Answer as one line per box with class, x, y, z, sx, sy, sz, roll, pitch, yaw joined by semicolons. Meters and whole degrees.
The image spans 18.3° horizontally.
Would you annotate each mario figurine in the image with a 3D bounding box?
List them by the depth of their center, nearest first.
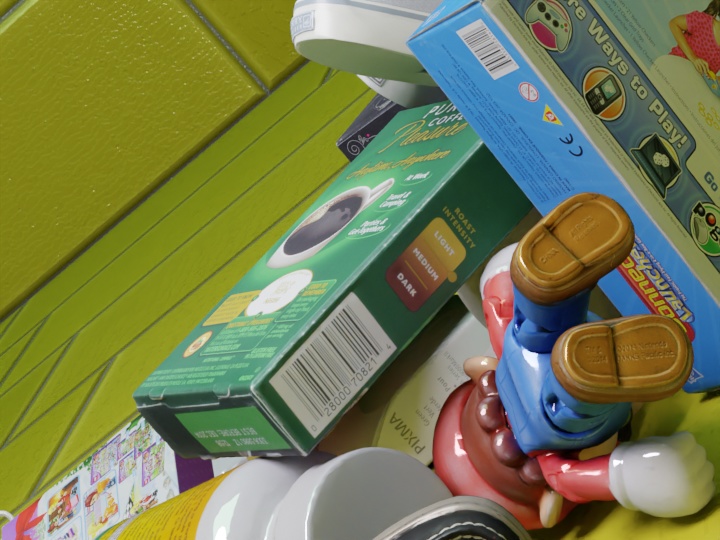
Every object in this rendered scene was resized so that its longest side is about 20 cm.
mario figurine;0.093;0.039;0.900;0.200;0.106;0.124;105;180;-67

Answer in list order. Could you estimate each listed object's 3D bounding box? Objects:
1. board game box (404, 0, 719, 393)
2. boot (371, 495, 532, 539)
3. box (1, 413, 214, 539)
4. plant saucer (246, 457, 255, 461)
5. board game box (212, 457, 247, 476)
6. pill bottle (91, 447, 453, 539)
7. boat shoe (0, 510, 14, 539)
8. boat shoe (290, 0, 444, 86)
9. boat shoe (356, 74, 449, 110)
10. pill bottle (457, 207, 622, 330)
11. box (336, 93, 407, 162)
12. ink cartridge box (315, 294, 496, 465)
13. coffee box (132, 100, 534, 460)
board game box;0.146;-0.086;0.958;0.196;0.200;0.056;-48;15;-33
boot;-0.010;0.181;0.804;0.200;0.073;0.151;-44;9;12
box;-0.136;0.173;1.226;0.137;0.039;0.200;-39;30;15
plant saucer;-0.010;0.007;1.225;0.201;0.048;0.200;-62;5;-19
board game box;-0.061;0.097;1.462;0.200;0.026;0.200;-40;11;11
pill bottle;-0.042;0.142;0.972;0.200;0.113;0.113;-28;17;50
boat shoe;-0.192;0.176;1.386;0.202;0.086;0.075;166;115;-68
boat shoe;0.067;-0.117;1.004;0.070;0.200;0.072;168;109;-68
boat shoe;0.068;-0.115;1.129;0.064;0.071;0.200;-52;-20;21
pill bottle;0.134;-0.053;1.111;0.112;0.112;0.200;-29;17;50
box;0.095;-0.123;1.534;0.132;0.115;0.200;-33;14;40
ink cartridge box;-0.007;0.093;1.222;0.200;0.050;0.161;-42;10;-8
coffee box;0.000;0.000;0.982;0.200;0.044;0.123;-48;18;-25
